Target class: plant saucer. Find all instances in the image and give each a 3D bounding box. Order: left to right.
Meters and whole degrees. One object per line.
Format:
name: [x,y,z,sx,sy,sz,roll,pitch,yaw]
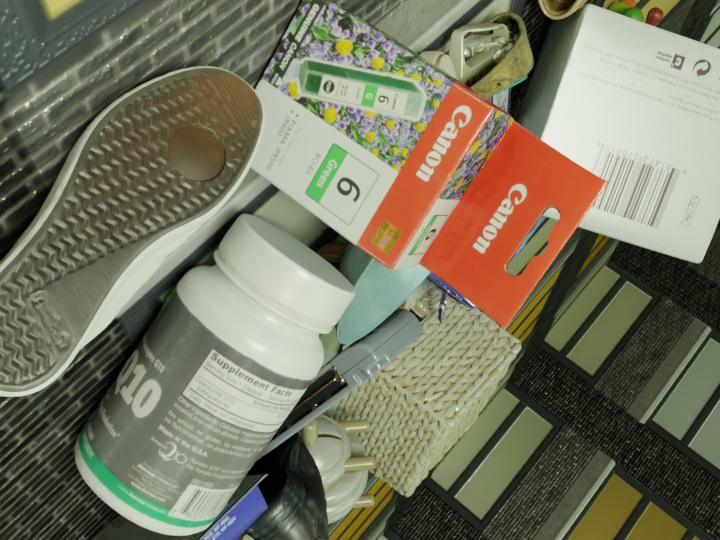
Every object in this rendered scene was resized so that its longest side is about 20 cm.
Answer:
plant saucer: [0.036,-0.030,0.657,0.201,0.039,0.201,-46,165,-16]

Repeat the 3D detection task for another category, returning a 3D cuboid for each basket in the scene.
basket: [0.070,0.148,1.060,0.198,0.161,0.200,-38,159,-40]

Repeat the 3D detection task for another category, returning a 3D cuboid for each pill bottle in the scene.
pill bottle: [-0.097,0.069,0.567,0.200,0.113,0.113,-55,162,7]

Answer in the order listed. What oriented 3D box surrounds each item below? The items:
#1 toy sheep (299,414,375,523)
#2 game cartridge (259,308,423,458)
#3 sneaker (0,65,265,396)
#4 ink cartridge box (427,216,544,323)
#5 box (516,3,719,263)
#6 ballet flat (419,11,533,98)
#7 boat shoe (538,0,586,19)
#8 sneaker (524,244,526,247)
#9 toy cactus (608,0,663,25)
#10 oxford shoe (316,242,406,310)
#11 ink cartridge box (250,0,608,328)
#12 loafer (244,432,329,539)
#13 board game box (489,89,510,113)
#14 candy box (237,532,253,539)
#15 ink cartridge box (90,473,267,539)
toy sheep: [-0.051,0.229,0.959,0.138,0.138,0.200,-40,145,-35]
game cartridge: [-0.034,0.110,0.783,0.200,0.042,0.133,-39,180,25]
sneaker: [-0.129,-0.025,0.420,0.200,0.073,0.085,-52,-166,-23]
ink cartridge box: [0.139,-0.031,0.974,0.200,0.076,0.136,-51,180,2]
box: [0.264,-0.136,0.828,0.131,0.198,0.200,-101,-152,-77]
ballet flat: [0.074,-0.155,0.665,0.200,0.071,0.071,-39,158,-34]
boat shoe: [0.184,-0.277,0.676,0.069,0.074,0.200,-55,164,-11]
sneaker: [0.213,-0.078,1.122,0.200,0.078,0.066,-54,160,-2]
toy cactus: [0.303,-0.249,1.022,0.200,0.102,0.165,-46,173,-47]
oxford shoe: [0.000,0.000,0.790,0.200,0.071,0.071,42,55,-69]
ink cartridge box: [0.027,-0.064,0.481,0.109,0.200,0.050,-58,162,16]
loafer: [-0.065,0.208,0.755,0.073,0.072,0.200,-40,-172,5]
board game box: [0.097,-0.114,0.829,0.135,0.034,0.200,-50,162,-10]
candy box: [-0.112,0.274,0.771,0.117,0.200,0.057,-42,137,-31]
ink cartridge box: [-0.144,0.208,0.666,0.099,0.039,0.200,-39,-169,-33]
